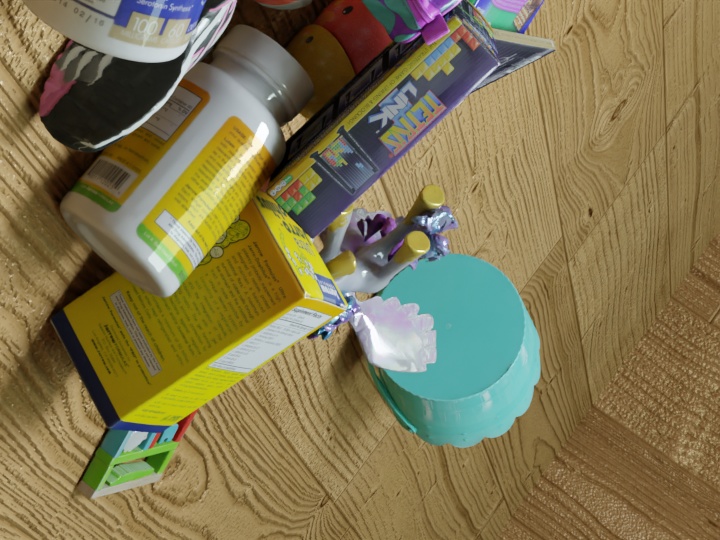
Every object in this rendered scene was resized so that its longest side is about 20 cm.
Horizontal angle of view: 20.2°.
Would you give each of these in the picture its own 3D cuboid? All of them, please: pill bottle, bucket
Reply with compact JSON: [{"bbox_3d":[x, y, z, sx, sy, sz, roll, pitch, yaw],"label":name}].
[{"bbox_3d":[-0.128,-0.088,1.550,0.200,0.111,0.111,-51,161,-13],"label":"pill bottle"},{"bbox_3d":[0.106,0.086,2.302,0.208,0.207,0.135,-51,159,-13],"label":"bucket"},{"bbox_3d":[-0.130,-0.245,1.270,0.120,0.119,0.201,-22,142,-59],"label":"pill bottle"}]

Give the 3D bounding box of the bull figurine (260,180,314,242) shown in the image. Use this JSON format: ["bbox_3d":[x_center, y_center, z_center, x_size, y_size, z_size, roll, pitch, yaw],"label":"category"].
[{"bbox_3d":[-0.097,-0.032,1.801,0.200,0.065,0.122,-40,160,-34],"label":"bull figurine"}]

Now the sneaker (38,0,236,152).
[{"bbox_3d":[-0.145,-0.158,1.454,0.200,0.080,0.086,-46,171,-12],"label":"sneaker"}]

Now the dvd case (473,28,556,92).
[{"bbox_3d":[0.083,-0.190,1.911,0.148,0.016,0.200,-25,170,26],"label":"dvd case"}]

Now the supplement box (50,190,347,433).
[{"bbox_3d":[-0.130,0.034,1.647,0.199,0.110,0.109,-33,165,11],"label":"supplement box"}]

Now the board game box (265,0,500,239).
[{"bbox_3d":[0.019,-0.128,1.589,0.200,0.057,0.165,-42,-168,13],"label":"board game box"}]

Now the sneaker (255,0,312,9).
[{"bbox_3d":[-0.012,-0.283,1.576,0.200,0.077,0.082,-45,153,-30],"label":"sneaker"}]

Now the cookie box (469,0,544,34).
[{"bbox_3d":[0.144,-0.315,1.903,0.201,0.075,0.171,-59,162,8],"label":"cookie box"}]

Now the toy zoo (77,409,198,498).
[{"bbox_3d":[-0.184,0.120,1.905,0.201,0.020,0.131,-60,161,14],"label":"toy zoo"}]

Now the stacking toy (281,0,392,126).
[{"bbox_3d":[-0.017,-0.171,1.709,0.199,0.146,0.147,-28,151,-25],"label":"stacking toy"}]

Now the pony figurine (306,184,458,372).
[{"bbox_3d":[0.000,0.000,1.776,0.192,0.167,0.200,-6,155,-35],"label":"pony figurine"}]

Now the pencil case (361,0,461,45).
[{"bbox_3d":[-0.002,-0.260,1.464,0.085,0.200,0.093,-35,-151,13],"label":"pencil case"}]
